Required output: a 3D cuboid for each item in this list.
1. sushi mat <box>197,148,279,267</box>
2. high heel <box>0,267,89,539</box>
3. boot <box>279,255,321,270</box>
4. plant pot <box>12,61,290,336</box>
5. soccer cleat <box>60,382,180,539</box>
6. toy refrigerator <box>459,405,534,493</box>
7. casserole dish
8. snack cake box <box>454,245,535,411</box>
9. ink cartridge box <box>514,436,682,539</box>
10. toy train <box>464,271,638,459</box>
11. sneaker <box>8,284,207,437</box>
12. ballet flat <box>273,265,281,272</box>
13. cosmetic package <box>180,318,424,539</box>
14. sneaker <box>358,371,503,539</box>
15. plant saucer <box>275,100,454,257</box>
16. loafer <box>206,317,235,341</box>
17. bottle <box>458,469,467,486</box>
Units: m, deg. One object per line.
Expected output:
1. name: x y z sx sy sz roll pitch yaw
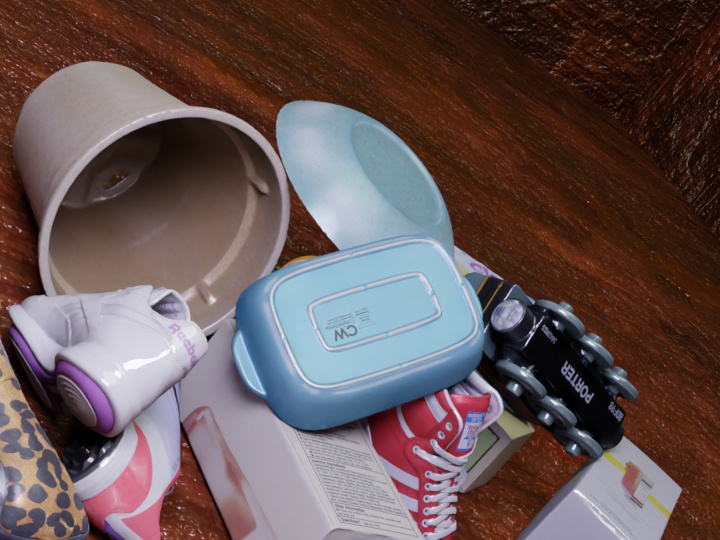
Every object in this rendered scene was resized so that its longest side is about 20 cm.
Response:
1. sushi mat: -0.103 -0.038 1.212 0.096 0.012 0.200 43 -16 13
2. high heel: -0.213 0.077 0.832 0.142 0.071 0.201 31 34 -17
3. boot: 0.001 0.000 1.100 0.201 0.070 0.145 35 35 -39
4. plant pot: -0.182 -0.069 1.071 0.199 0.202 0.183 23 14 -41
5. soccer cleat: -0.148 0.112 0.917 0.074 0.068 0.200 57 13 -17
6. toy refrigerator: 0.064 0.107 1.293 0.200 0.076 0.070 48 21 18
7. casserole dish: 0.005 0.036 0.968 0.198 0.039 0.122 -16 70 -25
8. snack cake box: 0.100 0.042 1.282 0.199 0.067 0.115 34 23 -17
9. ink cartridge box: 0.181 0.232 1.144 0.083 0.146 0.200 43 19 11
10. toy train: 0.144 0.078 1.111 0.113 0.086 0.200 22 -17 46
11. sneaker: -0.164 0.050 0.886 0.199 0.099 0.075 18 -44 56
12. ballet flat: -0.045 0.059 1.230 0.199 0.067 0.067 38 -2 -18
13. cosmetic package: -0.050 0.142 0.985 0.103 0.087 0.201 20 29 -42
14. sneaker: 0.061 0.156 1.024 0.071 0.112 0.202 -14 88 -56
15. plant saucer: 0.017 -0.067 1.095 0.200 0.039 0.202 37 29 -25
16. loafer: -0.039 0.102 1.123 0.200 0.072 0.063 43 13 12
17. bottle: 0.020 0.106 1.171 0.201 0.083 0.065 56 6 -7
